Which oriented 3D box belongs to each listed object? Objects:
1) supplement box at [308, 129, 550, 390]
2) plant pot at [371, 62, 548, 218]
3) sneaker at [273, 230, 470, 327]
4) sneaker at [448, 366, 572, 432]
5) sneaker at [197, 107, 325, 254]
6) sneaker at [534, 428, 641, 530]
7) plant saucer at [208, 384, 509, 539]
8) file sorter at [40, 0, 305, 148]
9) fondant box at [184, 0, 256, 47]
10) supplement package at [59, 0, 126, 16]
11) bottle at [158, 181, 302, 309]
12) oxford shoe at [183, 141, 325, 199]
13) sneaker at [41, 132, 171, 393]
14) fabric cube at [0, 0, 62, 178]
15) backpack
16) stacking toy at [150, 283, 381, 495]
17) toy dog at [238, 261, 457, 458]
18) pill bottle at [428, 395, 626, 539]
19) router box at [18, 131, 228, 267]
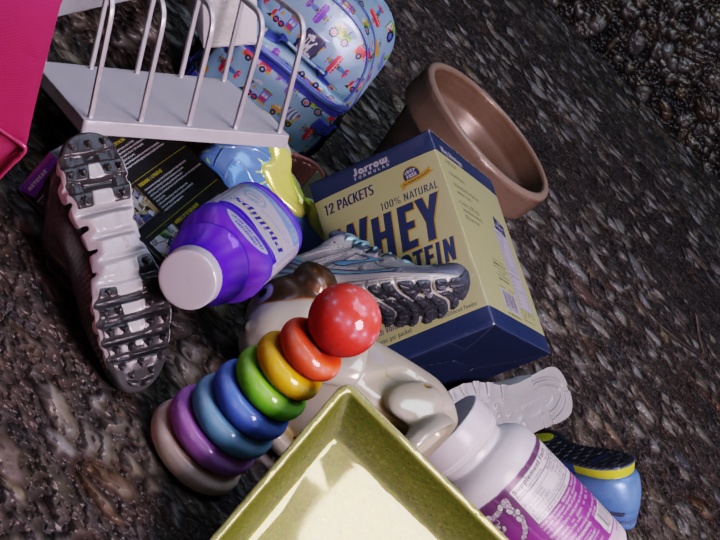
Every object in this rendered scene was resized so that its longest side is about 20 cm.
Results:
[{"bbox_3d":[0.071,0.000,1.452,0.200,0.134,0.201,27,43,-65],"label":"supplement box"},{"bbox_3d":[0.089,-0.107,1.693,0.200,0.175,0.201,38,25,-22],"label":"plant pot"},{"bbox_3d":[0.000,0.000,1.332,0.078,0.199,0.087,64,25,-57],"label":"sneaker"},{"bbox_3d":[0.127,0.150,1.507,0.199,0.080,0.077,-5,82,-41],"label":"sneaker"},{"bbox_3d":[-0.098,-0.054,1.438,0.105,0.076,0.201,-38,111,-27],"label":"sneaker"},{"bbox_3d":[0.203,0.211,1.486,0.066,0.200,0.079,-16,105,-31],"label":"sneaker"},{"bbox_3d":[-0.010,0.221,1.063,0.200,0.200,0.048,45,-20,-9],"label":"plant saucer"},{"bbox_3d":[-0.166,-0.197,1.310,0.199,0.125,0.139,2,27,-34],"label":"file sorter"},{"bbox_3d":[-0.149,-0.331,1.485,0.058,0.145,0.200,-7,33,-14],"label":"fondant box"},{"bbox_3d":[-0.260,-0.378,1.410,0.200,0.150,0.152,82,-8,-47],"label":"supplement package"},{"bbox_3d":[-0.107,-0.017,1.193,0.084,0.065,0.200,48,19,-1],"label":"bottle"},{"bbox_3d":[-0.130,-0.122,1.492,0.200,0.071,0.074,31,3,-34],"label":"oxford shoe"},{"bbox_3d":[-0.202,-0.001,1.148,0.066,0.090,0.201,-14,86,-35],"label":"sneaker"},{"bbox_3d":[-0.334,-0.124,0.942,0.196,0.200,0.200,36,28,-29],"label":"fabric cube"},{"bbox_3d":[-0.067,-0.231,1.575,0.183,0.200,0.135,44,23,-14],"label":"backpack"},{"bbox_3d":[-0.065,0.080,1.098,0.085,0.200,0.086,38,25,-22],"label":"stacking toy"},{"bbox_3d":[-0.016,0.086,1.242,0.200,0.140,0.194,45,43,10],"label":"toy dog"},{"bbox_3d":[0.145,0.215,1.378,0.200,0.112,0.112,46,23,-7],"label":"pill bottle"},{"bbox_3d":[-0.189,-0.061,1.284,0.149,0.051,0.200,45,23,-4],"label":"router box"}]
